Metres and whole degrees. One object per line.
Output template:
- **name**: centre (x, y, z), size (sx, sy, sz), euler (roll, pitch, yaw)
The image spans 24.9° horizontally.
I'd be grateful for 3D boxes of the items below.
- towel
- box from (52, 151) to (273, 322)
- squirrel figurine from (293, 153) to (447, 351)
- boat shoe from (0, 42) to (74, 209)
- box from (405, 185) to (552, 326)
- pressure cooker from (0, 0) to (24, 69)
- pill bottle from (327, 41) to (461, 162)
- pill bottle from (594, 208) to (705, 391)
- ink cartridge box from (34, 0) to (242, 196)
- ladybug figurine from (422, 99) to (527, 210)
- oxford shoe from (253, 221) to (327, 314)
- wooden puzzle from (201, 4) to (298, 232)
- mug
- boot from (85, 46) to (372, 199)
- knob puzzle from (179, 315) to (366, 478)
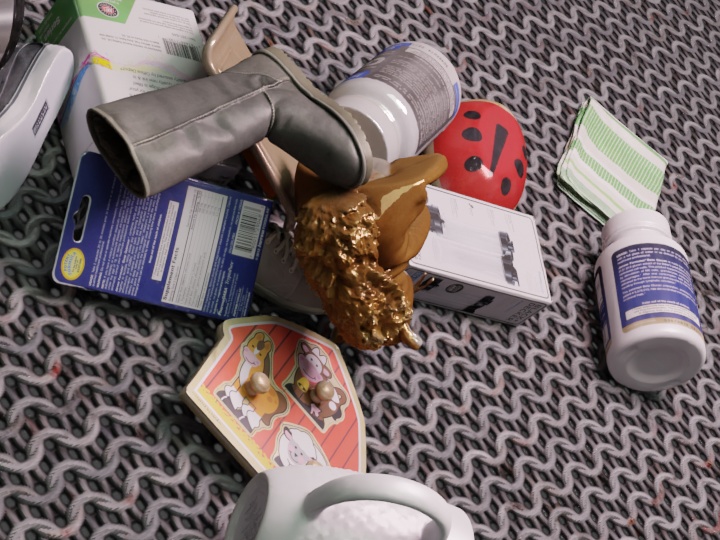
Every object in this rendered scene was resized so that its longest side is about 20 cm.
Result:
- **towel**: centre (0.322, -0.125, 2.078), size (0.152, 0.023, 0.200), euler (39, 38, -11)
- **box**: centre (-0.180, -0.029, 1.469), size (0.200, 0.032, 0.122), euler (15, 87, -35)
- **squirrel figurine**: centre (0.000, 0.000, 1.530), size (0.141, 0.187, 0.200), euler (5, 29, 15)
- **boat shoe**: centre (-0.324, -0.131, 1.456), size (0.068, 0.072, 0.200), euler (12, 55, 12)
- **box**: centre (0.104, -0.019, 1.746), size (0.200, 0.060, 0.117), euler (13, 54, -34)
- **pressure cooker**: centre (-0.406, -0.230, 1.376), size (0.200, 0.176, 0.179), euler (-17, 71, -48)
- **pill bottle**: centre (0.024, -0.165, 1.756), size (0.114, 0.114, 0.200), euler (45, 34, -1)
- **pill bottle**: centre (0.328, 0.029, 1.876), size (0.111, 0.111, 0.200), euler (23, 44, -26)
- **ink cartridge box**: centre (-0.214, -0.163, 1.566), size (0.145, 0.084, 0.200), euler (7, 52, -40)
- **ladybug figurine**: centre (0.138, -0.128, 1.870), size (0.136, 0.072, 0.200), euler (32, 40, -18)
- **oxford shoe**: centre (-0.085, -0.016, 1.579), size (0.200, 0.058, 0.075), euler (28, 39, -24)
- **wooden puzzle**: centre (-0.105, -0.150, 1.604), size (0.185, 0.037, 0.200), euler (-81, 149, -70)
- **mug**: centre (-0.006, 0.223, 1.328), size (0.175, 0.200, 0.148), euler (23, 48, -18)
- **boot**: centre (-0.112, -0.110, 1.428), size (0.200, 0.073, 0.182), euler (-26, 59, -41)
- **knob puzzle**: centre (-0.056, 0.118, 1.487), size (0.219, 0.030, 0.220), euler (30, 42, -32)
